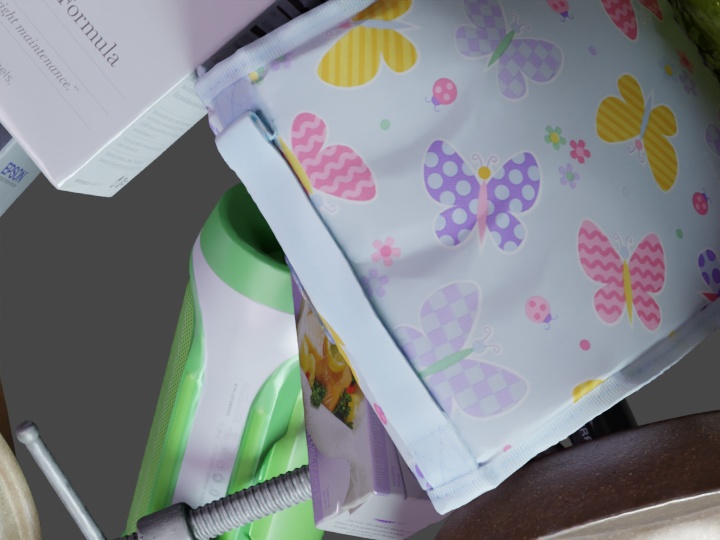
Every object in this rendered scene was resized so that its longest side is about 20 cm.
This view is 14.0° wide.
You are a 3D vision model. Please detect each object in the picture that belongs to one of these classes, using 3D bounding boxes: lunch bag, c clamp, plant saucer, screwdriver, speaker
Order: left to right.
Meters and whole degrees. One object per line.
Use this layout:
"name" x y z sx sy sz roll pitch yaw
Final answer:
"speaker" -0.044 0.065 1.181 0.088 0.088 0.200 30 124 20
"c clamp" -0.009 0.098 1.134 0.199 0.027 0.171 -18 126 7
"lunch bag" 0.039 -0.025 1.013 0.127 0.200 0.170 -33 91 39
"screwdriver" 0.068 0.010 1.115 0.200 0.028 0.029 65 158 -10
"plant saucer" 0.108 0.086 1.035 0.200 0.200 0.037 -28 67 39

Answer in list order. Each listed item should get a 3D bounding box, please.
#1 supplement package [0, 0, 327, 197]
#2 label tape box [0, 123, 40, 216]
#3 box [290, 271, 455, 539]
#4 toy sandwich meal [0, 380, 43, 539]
"supplement package" -0.057 -0.133 1.027 0.200 0.110 0.114 -41 87 3
"label tape box" -0.211 -0.069 1.235 0.143 0.066 0.200 42 89 12
"box" 0.000 0.000 1.081 0.039 0.041 0.201 -33 52 44
"toy sandwich meal" -0.214 0.086 1.323 0.205 0.070 0.206 14 123 23
